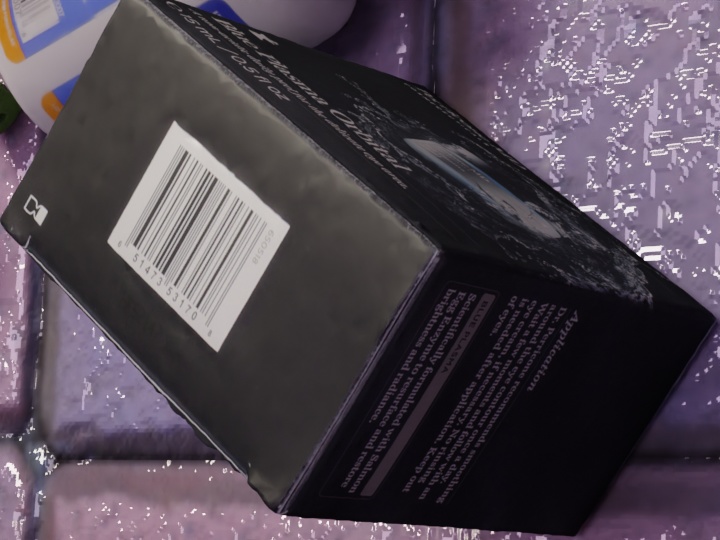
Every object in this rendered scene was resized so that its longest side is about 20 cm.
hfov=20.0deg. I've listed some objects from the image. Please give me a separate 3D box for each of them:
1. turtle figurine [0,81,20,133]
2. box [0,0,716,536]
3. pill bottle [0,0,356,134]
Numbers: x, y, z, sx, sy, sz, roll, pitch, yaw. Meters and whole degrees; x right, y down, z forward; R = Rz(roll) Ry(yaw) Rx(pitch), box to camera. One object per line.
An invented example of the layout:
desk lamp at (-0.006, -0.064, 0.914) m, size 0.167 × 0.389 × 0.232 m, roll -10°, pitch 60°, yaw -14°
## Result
turtle figurine at (-0.286, -0.135, 1.089) m, size 0.194 × 0.144 × 0.200 m, roll 47°, pitch 150°, yaw 17°
box at (0.000, 0.000, 0.819) m, size 0.197 × 0.200 × 0.118 m, roll 42°, pitch 108°, yaw 35°
pill bottle at (-0.071, -0.141, 0.960) m, size 0.200 × 0.112 × 0.112 m, roll -25°, pitch 67°, yaw 31°
